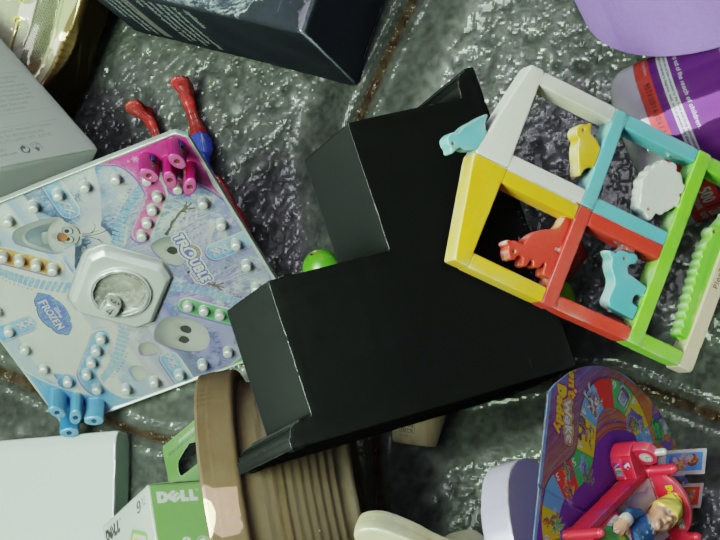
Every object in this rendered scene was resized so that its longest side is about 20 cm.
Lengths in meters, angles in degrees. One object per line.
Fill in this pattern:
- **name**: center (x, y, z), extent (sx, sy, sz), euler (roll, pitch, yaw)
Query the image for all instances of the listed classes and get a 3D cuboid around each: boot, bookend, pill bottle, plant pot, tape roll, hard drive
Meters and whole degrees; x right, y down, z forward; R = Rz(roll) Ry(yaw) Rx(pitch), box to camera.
- **boot**: center (-0.282, -0.184, 1.532), extent (0.155, 0.072, 0.200), euler (24, 96, 16)
- **bookend**: center (0.000, 0.000, 1.233), extent (0.200, 0.092, 0.199), euler (-15, 82, -26)
- **pill bottle**: center (0.270, -0.112, 1.295), extent (0.200, 0.112, 0.113), euler (-22, 69, 15)
- **plant pot**: center (-0.042, 0.158, 1.307), extent (0.093, 0.201, 0.201), euler (-11, 72, 2)
- **tape roll**: center (0.226, -0.230, 1.317), extent (0.200, 0.066, 0.200), euler (-21, 37, 17)
- **hard drive**: center (-0.264, 0.191, 1.469), extent (0.200, 0.027, 0.132), euler (-7, 73, 20)

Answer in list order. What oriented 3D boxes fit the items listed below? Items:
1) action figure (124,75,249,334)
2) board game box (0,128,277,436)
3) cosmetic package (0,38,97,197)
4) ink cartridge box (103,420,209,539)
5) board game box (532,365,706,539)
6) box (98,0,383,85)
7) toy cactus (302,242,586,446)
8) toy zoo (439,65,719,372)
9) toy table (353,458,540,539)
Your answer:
- **action figure**: center (-0.120, -0.044, 1.466), extent (0.065, 0.052, 0.200), euler (-25, 71, 10)
- **board game box**: center (-0.165, 0.016, 1.384), extent (0.200, 0.200, 0.026), euler (-20, 36, 13)
- **cosmetic package**: center (-0.326, -0.075, 1.463), extent (0.200, 0.123, 0.199), euler (47, 125, 19)
- **ink cartridge box**: center (-0.128, 0.202, 1.366), extent (0.059, 0.104, 0.200), euler (-1, 69, -25)
- **board game box**: center (0.168, 0.154, 1.225), extent (0.039, 0.158, 0.200), euler (-12, 59, 38)
- **box**: center (-0.075, -0.263, 1.467), extent (0.200, 0.117, 0.197), euler (16, 82, 23)
- **toy cactus**: center (0.048, 0.036, 1.362), extent (0.200, 0.102, 0.165), euler (6, 88, 12)
- **toy zoo**: center (0.136, -0.037, 1.221), extent (0.200, 0.020, 0.131), euler (24, 79, -14)
- **toy table**: center (0.087, 0.218, 1.254), extent (0.117, 0.184, 0.200), euler (-18, 103, 26)
